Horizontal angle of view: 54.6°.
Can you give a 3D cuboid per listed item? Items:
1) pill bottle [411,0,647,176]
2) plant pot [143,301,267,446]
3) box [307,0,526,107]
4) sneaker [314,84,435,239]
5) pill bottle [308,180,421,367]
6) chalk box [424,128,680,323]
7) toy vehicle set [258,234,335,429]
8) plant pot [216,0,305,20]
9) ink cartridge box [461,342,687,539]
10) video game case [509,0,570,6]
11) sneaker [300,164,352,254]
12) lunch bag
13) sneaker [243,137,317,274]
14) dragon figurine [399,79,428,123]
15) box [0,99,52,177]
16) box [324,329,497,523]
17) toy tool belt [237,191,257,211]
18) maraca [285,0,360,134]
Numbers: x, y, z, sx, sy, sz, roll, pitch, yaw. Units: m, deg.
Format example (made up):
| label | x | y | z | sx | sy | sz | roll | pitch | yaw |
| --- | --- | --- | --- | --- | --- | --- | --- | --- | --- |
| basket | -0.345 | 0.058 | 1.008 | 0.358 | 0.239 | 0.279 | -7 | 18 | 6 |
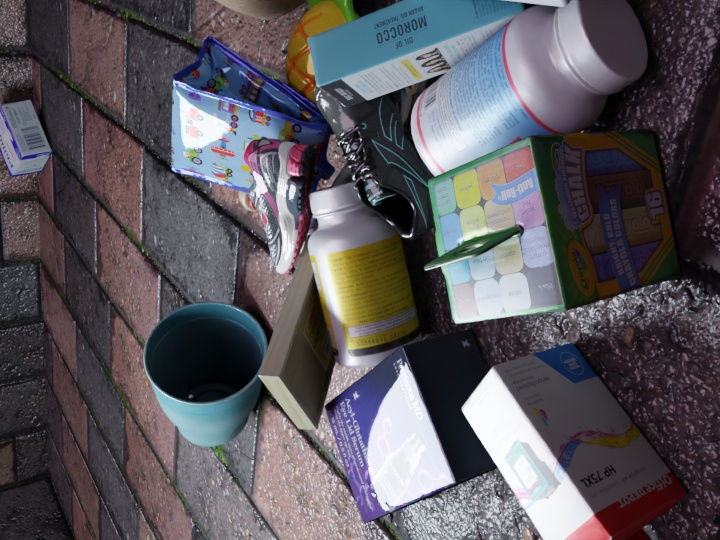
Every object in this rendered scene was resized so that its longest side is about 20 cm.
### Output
| label | x | y | z | sx | sy | sz | roll | pitch | yaw |
| --- | --- | --- | --- | --- | --- | --- | --- | --- | --- |
| pill bottle | 0.140 | -0.154 | 0.605 | 0.199 | 0.107 | 0.111 | -27 | 75 | 54 |
| plant pot | -0.254 | 0.192 | 1.183 | 0.201 | 0.197 | 0.190 | 52 | 151 | 34 |
| box | 0.056 | -0.215 | 0.650 | 0.196 | 0.082 | 0.050 | -15 | 84 | 18 |
| sneaker | 0.018 | -0.121 | 0.740 | 0.200 | 0.079 | 0.075 | 48 | 137 | -8 |
| pill bottle | 0.000 | 0.000 | 0.812 | 0.110 | 0.110 | 0.205 | -1 | 105 | 54 |
| chalk box | 0.138 | -0.033 | 0.554 | 0.123 | 0.197 | 0.127 | -13 | 86 | 54 |
| toy vehicle set | -0.059 | 0.074 | 0.851 | 0.026 | 0.203 | 0.125 | 0 | 141 | 21 |
| plant pot | -0.113 | -0.392 | 0.894 | 0.200 | 0.201 | 0.093 | 30 | 162 | 48 |
| ink cartridge box | 0.190 | 0.169 | 0.594 | 0.202 | 0.114 | 0.068 | 57 | 137 | 29 |
| video game case | 0.136 | -0.299 | 0.564 | 0.183 | 0.023 | 0.199 | -54 | 42 | -5 |
| sneaker | -0.044 | -0.068 | 0.919 | 0.088 | 0.073 | 0.202 | 63 | 140 | 33 |
| lunch bag | -0.123 | -0.159 | 0.848 | 0.197 | 0.095 | 0.152 | 26 | 144 | 1 |
| sneaker | -0.097 | -0.078 | 0.839 | 0.202 | 0.073 | 0.082 | 98 | -172 | -48 |
| dragon figurine | 0.053 | -0.240 | 0.753 | 0.100 | 0.058 | 0.202 | 58 | 139 | 30 |
| box | -1.133 | -0.437 | 2.326 | 0.199 | 0.104 | 0.187 | -23 | 90 | 52 |
| box | 0.063 | 0.178 | 0.788 | 0.200 | 0.103 | 0.151 | -47 | 59 | 49 |
| toy tool belt | -0.127 | -0.156 | 0.976 | 0.123 | 0.122 | 0.204 | 50 | 136 | 48 |
| maraca | -0.035 | -0.266 | 0.832 | 0.136 | 0.105 | 0.205 | 18 | 111 | 53 |
